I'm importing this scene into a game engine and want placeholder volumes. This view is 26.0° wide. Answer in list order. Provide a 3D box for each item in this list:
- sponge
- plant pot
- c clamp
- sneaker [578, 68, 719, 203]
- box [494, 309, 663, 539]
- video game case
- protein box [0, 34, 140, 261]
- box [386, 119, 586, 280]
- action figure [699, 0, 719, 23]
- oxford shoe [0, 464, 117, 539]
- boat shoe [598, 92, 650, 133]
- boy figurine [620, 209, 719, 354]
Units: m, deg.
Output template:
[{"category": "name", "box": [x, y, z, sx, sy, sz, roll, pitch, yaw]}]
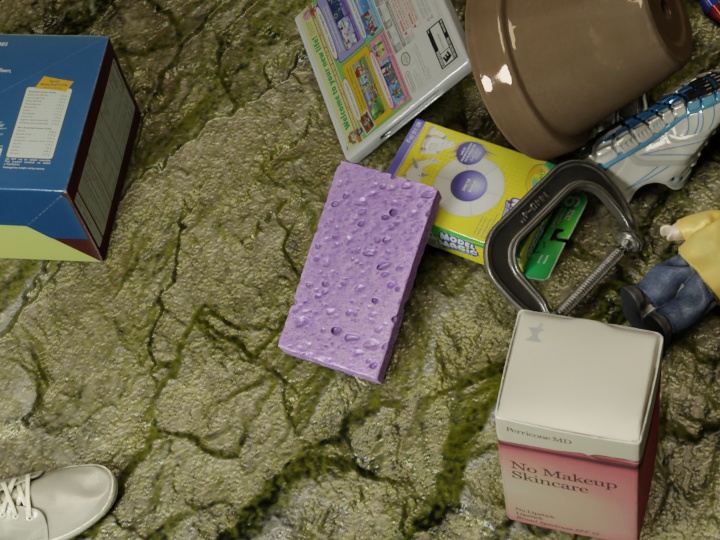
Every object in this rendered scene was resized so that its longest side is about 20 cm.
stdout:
[{"category": "sponge", "box": [0.000, 0.000, 1.552, 0.110, 0.030, 0.202, 15, 80, 20]}, {"category": "plant pot", "box": [0.224, -0.227, 1.526, 0.173, 0.200, 0.202, -17, 51, 32]}, {"category": "c clamp", "box": [0.207, -0.004, 1.530, 0.171, 0.027, 0.200, 41, 70, -1]}, {"category": "sneaker", "box": [0.325, -0.133, 1.587, 0.198, 0.087, 0.075, -29, 16, 7]}, {"category": "box", "box": [0.192, 0.140, 1.365, 0.126, 0.201, 0.110, 9, 59, 15]}, {"category": "video game case", "box": [0.024, -0.246, 1.676, 0.181, 0.022, 0.202, -36, 59, 29]}, {"category": "protein box", "box": [-0.362, -0.133, 1.671, 0.196, 0.135, 0.202, 2, 58, 11]}, {"category": "box", "box": [0.122, -0.071, 1.594, 0.198, 0.049, 0.118, 21, 64, 19]}, {"category": "action figure", "box": [0.370, -0.341, 1.733, 0.065, 0.052, 0.201, -32, 56, -7]}, {"category": "oxford shoe", "box": [-0.329, 0.226, 1.486, 0.197, 0.058, 0.076, -12, 54, 0]}, {"category": "boat shoe", "box": [0.283, -0.230, 1.666, 0.063, 0.071, 0.203, -1, 67, 7]}, {"category": "boy figurine", "box": [0.345, -0.009, 1.516, 0.199, 0.065, 0.124, -35, 59, -13]}]
